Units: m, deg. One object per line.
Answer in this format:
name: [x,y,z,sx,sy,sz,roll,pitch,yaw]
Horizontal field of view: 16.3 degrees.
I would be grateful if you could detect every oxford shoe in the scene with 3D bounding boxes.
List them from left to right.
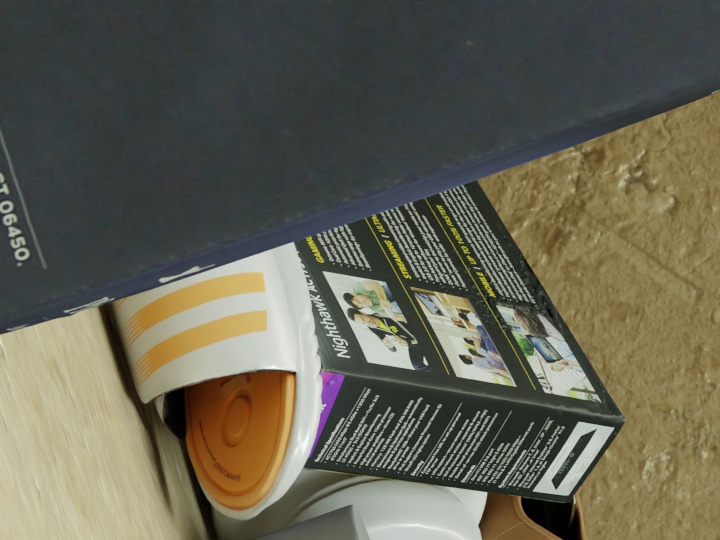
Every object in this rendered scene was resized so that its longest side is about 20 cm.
oxford shoe: [0.067,0.112,1.124,0.071,0.072,0.200,33,9,-19]

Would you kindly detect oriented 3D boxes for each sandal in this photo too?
sandal: [-0.065,-0.006,0.923,0.079,0.059,0.208,-39,-130,43]

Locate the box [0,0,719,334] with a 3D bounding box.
box: [-0.019,-0.072,0.571,0.200,0.197,0.124,-101,172,-86]

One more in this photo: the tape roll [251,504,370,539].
tape roll: [0.000,0.189,0.902,0.200,0.066,0.202,-19,90,-89]

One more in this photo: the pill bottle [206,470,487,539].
pill bottle: [-0.011,0.074,1.072,0.201,0.119,0.120,-108,179,-51]

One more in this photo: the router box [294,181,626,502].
router box: [0.000,0.000,1.011,0.051,0.148,0.201,-57,-140,27]
